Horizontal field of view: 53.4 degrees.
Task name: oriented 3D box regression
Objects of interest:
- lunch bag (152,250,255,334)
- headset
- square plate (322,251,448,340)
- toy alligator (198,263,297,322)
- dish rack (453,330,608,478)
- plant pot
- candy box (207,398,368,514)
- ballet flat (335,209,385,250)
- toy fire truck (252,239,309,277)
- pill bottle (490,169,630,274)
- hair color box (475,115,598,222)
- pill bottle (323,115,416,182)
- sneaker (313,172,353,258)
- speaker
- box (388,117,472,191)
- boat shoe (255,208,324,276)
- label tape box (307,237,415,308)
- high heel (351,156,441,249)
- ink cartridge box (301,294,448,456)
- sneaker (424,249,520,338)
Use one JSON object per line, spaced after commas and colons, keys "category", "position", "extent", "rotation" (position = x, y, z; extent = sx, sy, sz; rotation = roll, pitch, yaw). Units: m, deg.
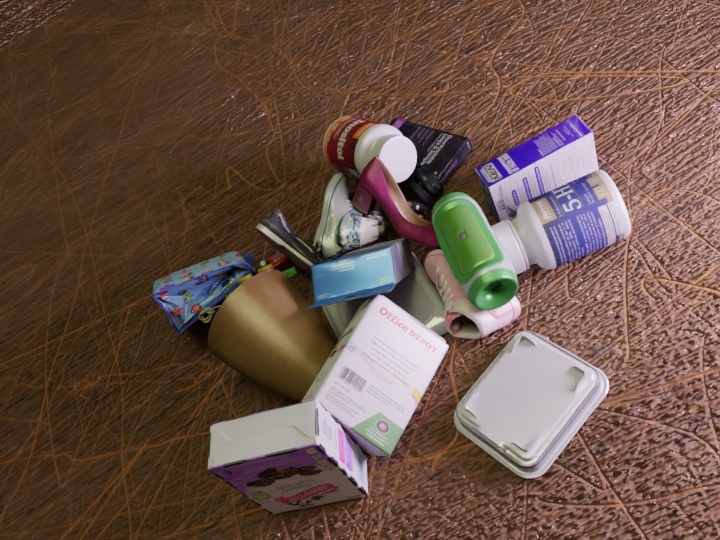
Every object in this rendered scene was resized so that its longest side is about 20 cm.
{"category": "lunch bag", "position": [-0.296, 0.018, 1.394], "extent": [0.199, 0.094, 0.150], "rotation": [-33, 15, -9]}
{"category": "headset", "position": [0.118, -0.124, 1.343], "extent": [0.200, 0.094, 0.124], "rotation": [37, 101, 51]}
{"category": "square plate", "position": [0.043, 0.072, 1.257], "extent": [0.199, 0.028, 0.199], "rotation": [-30, 48, 1]}
{"category": "toy alligator", "position": [-0.206, 0.040, 1.325], "extent": [0.199, 0.060, 0.054], "rotation": [-26, 7, 4]}
{"category": "dish rack", "position": [0.246, 0.186, 1.058], "extent": [0.171, 0.044, 0.200], "rotation": [32, 74, 39]}
{"category": "plant pot", "position": [-0.122, 0.131, 1.208], "extent": [0.200, 0.187, 0.186], "rotation": [37, 75, 28]}
{"category": "candy box", "position": [-0.099, 0.279, 1.047], "extent": [0.167, 0.200, 0.072], "rotation": [-16, 49, 14]}
{"category": "ballet flat", "position": [0.008, -0.078, 1.293], "extent": [0.074, 0.075, 0.200], "rotation": [-16, 9, 15]}
{"category": "toy fire truck", "position": [-0.163, 0.040, 1.369], "extent": [0.199, 0.049, 0.141], "rotation": [-33, 48, -2]}
{"category": "pill bottle", "position": [0.322, -0.071, 1.169], "extent": [0.199, 0.120, 0.120], "rotation": [-24, 48, 7]}
{"category": "hair color box", "position": [0.312, -0.173, 1.261], "extent": [0.199, 0.110, 0.065], "rotation": [-29, 47, 2]}
{"category": "pill bottle", "position": [0.019, -0.230, 1.374], "extent": [0.113, 0.113, 0.200], "rotation": [-44, 34, -11]}
{"category": "sneaker", "position": [-0.037, -0.103, 1.414], "extent": [0.070, 0.073, 0.201], "rotation": [3, 65, 17]}
{"category": "speaker", "position": [0.179, -0.034, 1.143], "extent": [0.088, 0.089, 0.201], "rotation": [-25, 48, 6]}
{"category": "box", "position": [0.108, -0.233, 1.458], "extent": [0.199, 0.036, 0.143], "rotation": [24, 68, 36]}
{"category": "boat shoe", "position": [-0.099, -0.040, 1.328], "extent": [0.199, 0.073, 0.063], "rotation": [37, 76, -1]}
{"category": "label tape box", "position": [0.000, 0.000, 1.193], "extent": [0.143, 0.064, 0.200], "rotation": [-13, 6, 17]}
{"category": "high heel", "position": [0.083, -0.115, 1.256], "extent": [0.199, 0.097, 0.067], "rotation": [28, 22, 5]}
{"category": "ink cartridge box", "position": [0.023, 0.162, 1.110], "extent": [0.201, 0.144, 0.084], "rotation": [-58, 9, -22]}
{"category": "sneaker", "position": [0.156, 0.041, 1.181], "extent": [0.104, 0.076, 0.200], "rotation": [-33, 49, -25]}
